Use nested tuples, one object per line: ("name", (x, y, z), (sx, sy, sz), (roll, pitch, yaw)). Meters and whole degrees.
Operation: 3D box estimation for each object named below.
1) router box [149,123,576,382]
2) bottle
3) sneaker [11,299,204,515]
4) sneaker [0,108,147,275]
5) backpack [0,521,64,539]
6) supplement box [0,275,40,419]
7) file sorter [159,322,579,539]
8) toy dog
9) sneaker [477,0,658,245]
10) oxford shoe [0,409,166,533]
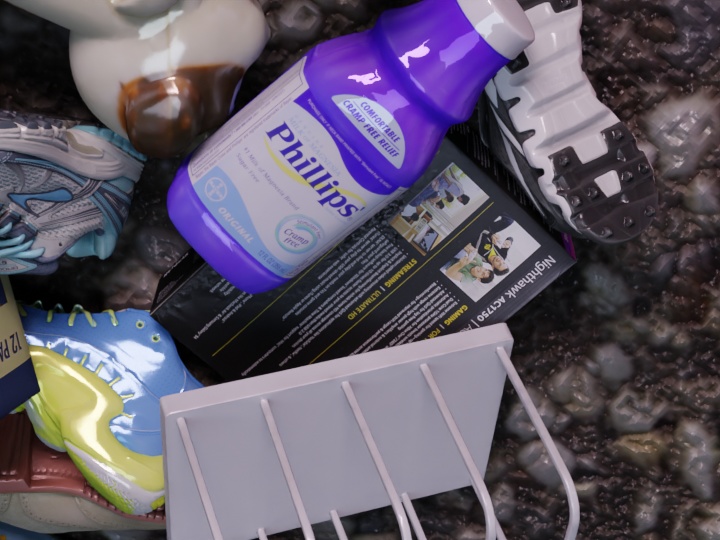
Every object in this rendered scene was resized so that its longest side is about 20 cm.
("router box", (0.000, 0.000, 0.844), (0.200, 0.051, 0.149), (-41, 110, 20))
("bottle", (-0.004, -0.072, 0.734), (0.200, 0.065, 0.084), (-36, 110, 23))
("sneaker", (-0.169, 0.048, 0.876), (0.200, 0.076, 0.105), (42, 70, 3))
("sneaker", (-0.176, -0.038, 0.748), (0.077, 0.200, 0.087), (11, 96, 28))
("backpack", (-0.237, 0.262, 0.903), (0.182, 0.200, 0.135), (33, 113, -13))
("supplement box", (-0.307, 0.005, 0.772), (0.199, 0.134, 0.201), (-8, 103, 20))
("file sorter", (0.002, 0.137, 0.814), (0.199, 0.125, 0.139), (-11, 138, -15))
("toy dog", (-0.126, -0.149, 0.721), (0.194, 0.140, 0.200), (-39, 118, -2))
("sneaker", (0.086, -0.103, 0.780), (0.066, 0.090, 0.201), (-24, 91, -15))
("oxford shoe", (-0.166, 0.130, 0.920), (0.199, 0.071, 0.074), (11, 142, -4))
